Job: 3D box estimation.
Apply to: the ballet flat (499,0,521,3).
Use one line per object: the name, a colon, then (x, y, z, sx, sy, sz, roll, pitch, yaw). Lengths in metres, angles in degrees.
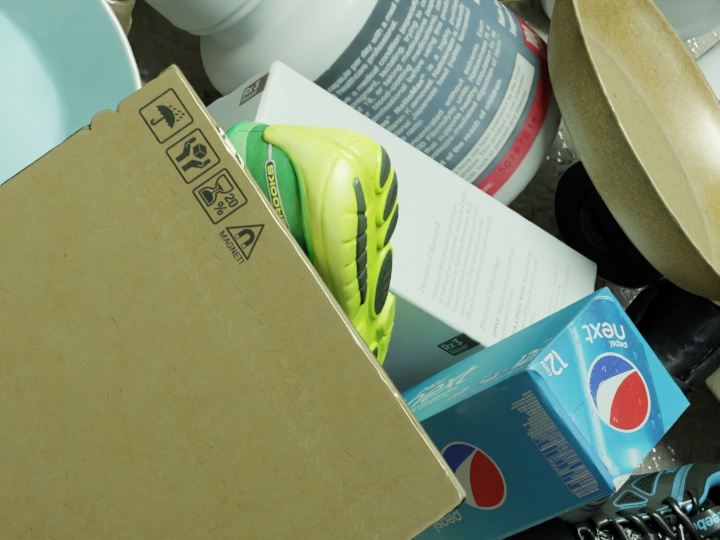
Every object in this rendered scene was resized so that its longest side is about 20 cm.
ballet flat: (0.020, -0.160, 1.087, 0.198, 0.063, 0.069, -9, 116, -23)

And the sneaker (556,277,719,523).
sneaker: (0.138, 0.049, 1.031, 0.060, 0.104, 0.200, 41, 23, 7)

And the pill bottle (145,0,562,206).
pill bottle: (-0.006, -0.112, 0.985, 0.199, 0.119, 0.121, 35, 52, -34)

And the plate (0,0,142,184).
plate: (-0.189, -0.059, 0.868, 0.198, 0.026, 0.203, 2, 82, -14)

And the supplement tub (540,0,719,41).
supplement tub: (0.158, -0.240, 1.190, 0.122, 0.122, 0.202, 16, 60, -32)

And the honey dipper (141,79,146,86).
honey dipper: (-0.135, -0.014, 0.922, 0.038, 0.038, 0.201, 38, 48, -18)

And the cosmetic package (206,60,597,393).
cosmetic package: (0.000, 0.000, 0.968, 0.199, 0.113, 0.082, 28, 55, -23)

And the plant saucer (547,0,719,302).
plant saucer: (0.144, -0.062, 1.017, 0.200, 0.035, 0.201, 46, 27, -32)

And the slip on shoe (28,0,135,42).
slip on shoe: (-0.144, -0.185, 0.951, 0.075, 0.061, 0.202, 8, 52, -34)

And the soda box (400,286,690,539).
soda box: (0.046, 0.081, 0.906, 0.064, 0.199, 0.068, 54, 49, -5)

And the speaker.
speaker: (0.191, -0.070, 1.169, 0.200, 0.081, 0.082, -38, 95, -41)

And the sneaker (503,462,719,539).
sneaker: (0.135, 0.131, 1.033, 0.199, 0.082, 0.074, -16, 83, -39)

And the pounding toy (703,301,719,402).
pounding toy: (0.285, 0.026, 1.135, 0.184, 0.142, 0.200, 49, 24, -10)

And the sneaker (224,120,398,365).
sneaker: (-0.032, 0.014, 0.873, 0.083, 0.201, 0.074, 22, 43, 17)

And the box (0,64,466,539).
box: (-0.081, 0.050, 0.783, 0.163, 0.021, 0.201, -34, 85, -2)
